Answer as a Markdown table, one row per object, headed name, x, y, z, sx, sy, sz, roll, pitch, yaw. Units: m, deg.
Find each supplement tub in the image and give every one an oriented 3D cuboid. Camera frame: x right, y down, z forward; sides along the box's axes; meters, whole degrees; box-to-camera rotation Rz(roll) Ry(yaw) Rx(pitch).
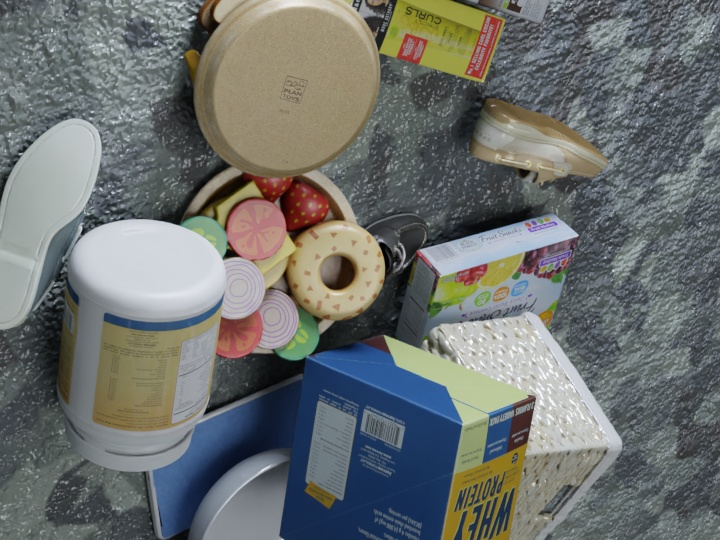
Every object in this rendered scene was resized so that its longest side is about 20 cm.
| name | x | y | z | sx | sy | sz | roll | pitch | yaw |
| --- | --- | --- | --- | --- | --- | --- | --- | --- | --- |
| supplement tub | -0.206 | 0.070 | 1.478 | 0.144 | 0.145 | 0.201 | -12 | 129 | -33 |

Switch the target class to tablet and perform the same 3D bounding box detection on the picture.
| name | x | y | z | sx | sy | sz | roll | pitch | yaw |
| --- | --- | --- | --- | --- | --- | --- | --- | --- | --- |
| tablet | -0.137 | 0.196 | 1.695 | 0.199 | 0.014 | 0.131 | -22 | 124 | -29 |

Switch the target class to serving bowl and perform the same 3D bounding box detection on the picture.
| name | x | y | z | sx | sy | sz | roll | pitch | yaw |
| --- | --- | --- | --- | --- | --- | --- | --- | --- | --- |
| serving bowl | -0.106 | 0.269 | 1.704 | 0.199 | 0.066 | 0.201 | -22 | 129 | -30 |

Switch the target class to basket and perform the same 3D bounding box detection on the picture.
| name | x | y | z | sx | sy | sz | roll | pitch | yaw |
| --- | --- | --- | --- | --- | --- | --- | --- | --- | --- |
| basket | 0.139 | 0.183 | 1.736 | 0.160 | 0.200 | 0.199 | -3 | 139 | -42 |

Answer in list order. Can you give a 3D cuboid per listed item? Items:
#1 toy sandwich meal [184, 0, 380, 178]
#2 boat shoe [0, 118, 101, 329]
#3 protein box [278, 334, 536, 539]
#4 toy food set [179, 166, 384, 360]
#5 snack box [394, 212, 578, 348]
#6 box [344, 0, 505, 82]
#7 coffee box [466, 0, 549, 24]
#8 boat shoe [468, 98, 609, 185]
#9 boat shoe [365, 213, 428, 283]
| name | x | y | z | sx | sy | sz | roll | pitch | yaw |
| --- | --- | --- | --- | --- | --- | --- | --- | --- | --- |
| toy sandwich meal | -0.076 | -0.186 | 1.493 | 0.204 | 0.070 | 0.206 | -11 | 119 | -20 |
| boat shoe | -0.287 | -0.042 | 1.437 | 0.062 | 0.072 | 0.201 | 25 | 89 | -86 |
| protein box | 0.045 | 0.199 | 1.599 | 0.135 | 0.198 | 0.201 | -13 | 117 | -51 |
| toy food set | -0.088 | -0.009 | 1.563 | 0.198 | 0.049 | 0.201 | -37 | 109 | -11 |
| snack box | 0.139 | 0.024 | 1.779 | 0.199 | 0.053 | 0.143 | -15 | 137 | -32 |
| box | 0.051 | -0.245 | 1.590 | 0.199 | 0.050 | 0.076 | 11 | 104 | -41 |
| coffee box | 0.085 | -0.311 | 1.541 | 0.199 | 0.114 | 0.080 | 9 | 107 | -41 |
| boat shoe | 0.192 | -0.131 | 1.754 | 0.199 | 0.074 | 0.069 | 16 | 114 | -41 |
| boat shoe | 0.000 | 0.000 | 1.672 | 0.199 | 0.057 | 0.067 | -24 | 125 | -27 |
